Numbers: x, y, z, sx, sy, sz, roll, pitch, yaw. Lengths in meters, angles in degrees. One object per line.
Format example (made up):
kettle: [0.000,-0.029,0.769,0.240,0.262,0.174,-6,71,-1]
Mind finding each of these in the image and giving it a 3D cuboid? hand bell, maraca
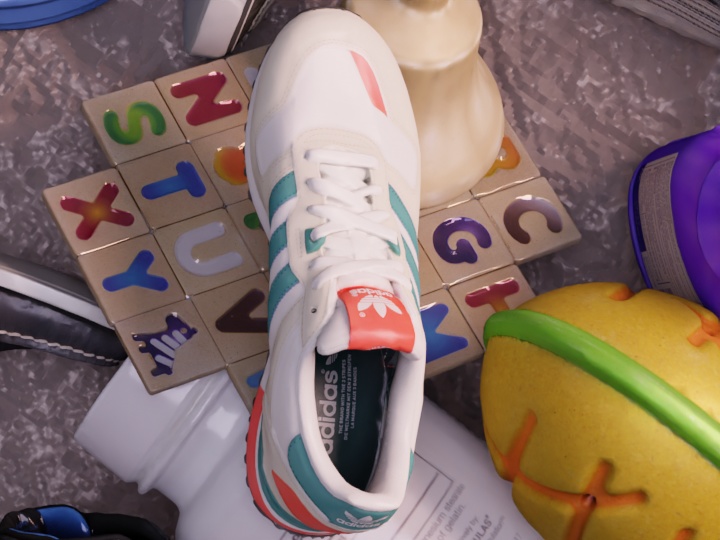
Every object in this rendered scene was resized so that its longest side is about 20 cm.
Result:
hand bell: [0.028,-0.122,1.083,0.104,0.200,0.104,6,55,-9]
maraca: [0.126,0.080,1.076,0.200,0.137,0.107,41,80,-15]

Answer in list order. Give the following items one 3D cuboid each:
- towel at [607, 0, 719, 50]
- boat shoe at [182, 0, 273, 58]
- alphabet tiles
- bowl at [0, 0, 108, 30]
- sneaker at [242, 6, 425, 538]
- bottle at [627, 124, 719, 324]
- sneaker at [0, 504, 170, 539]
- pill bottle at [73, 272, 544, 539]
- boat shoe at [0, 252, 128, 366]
towel: [0.116,-0.136,1.101,0.199,0.193,0.035,27,82,-1]
boat shoe: [-0.021,-0.155,1.118,0.063,0.200,0.071,10,49,-17]
alphabet tiles: [-0.018,-0.022,1.132,0.199,0.006,0.167,-19,63,-24]
bowl: [-0.153,-0.202,1.174,0.200,0.039,0.201,0,90,0]
sneaker: [0.000,0.000,1.036,0.070,0.093,0.201,3,87,-19]
bottle: [0.152,-0.018,1.094,0.065,0.200,0.084,-15,89,-5]
sneaker: [-0.137,0.156,1.134,0.199,0.073,0.112,-22,92,26]
pill bottle: [-0.011,0.093,1.136,0.200,0.114,0.114,37,90,0]
boat shoe: [-0.187,0.013,1.156,0.199,0.074,0.061,17,90,3]
